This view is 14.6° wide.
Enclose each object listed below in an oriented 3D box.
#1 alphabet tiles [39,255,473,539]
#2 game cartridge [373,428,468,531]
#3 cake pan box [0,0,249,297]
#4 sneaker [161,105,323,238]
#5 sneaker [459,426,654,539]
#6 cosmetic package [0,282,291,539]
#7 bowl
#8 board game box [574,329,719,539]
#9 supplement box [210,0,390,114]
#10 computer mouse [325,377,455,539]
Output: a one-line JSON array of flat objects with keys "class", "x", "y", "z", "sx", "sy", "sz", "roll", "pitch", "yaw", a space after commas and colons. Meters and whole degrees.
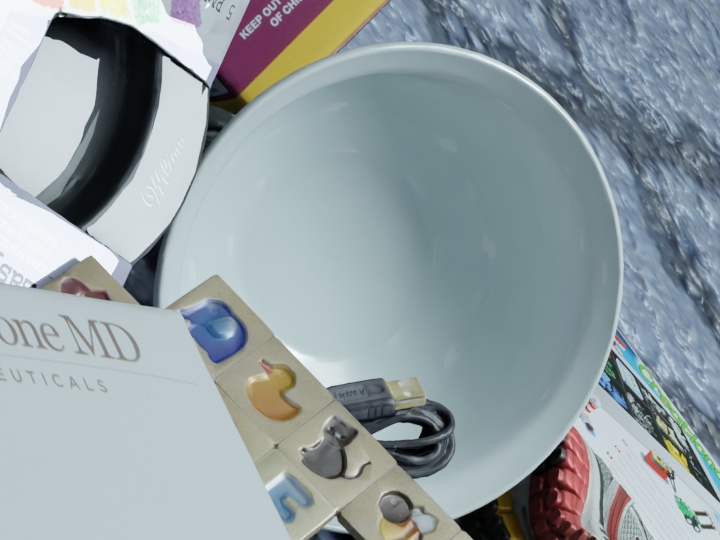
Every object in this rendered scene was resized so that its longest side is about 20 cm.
[{"class": "alphabet tiles", "x": -0.064, "y": 0.088, "z": 0.977, "sx": 0.200, "sy": 0.008, "sz": 0.167, "roll": 45, "pitch": 54, "yaw": 13}, {"class": "game cartridge", "x": 0.068, "y": 0.134, "z": 1.243, "sx": 0.199, "sy": 0.040, "sz": 0.134, "roll": 23, "pitch": 40, "yaw": -47}, {"class": "cake pan box", "x": -0.146, "y": -0.079, "z": 1.030, "sx": 0.200, "sy": 0.052, "sz": 0.185, "roll": 38, "pitch": 66, "yaw": -31}, {"class": "sneaker", "x": -0.026, "y": -0.017, "z": 1.260, "sx": 0.200, "sy": 0.075, "sz": 0.116, "roll": 44, "pitch": 16, "yaw": -27}, {"class": "sneaker", "x": 0.097, "y": 0.140, "z": 1.151, "sx": 0.082, "sy": 0.078, "sz": 0.201, "roll": 40, "pitch": 27, "yaw": -26}, {"class": "cosmetic package", "x": -0.113, "y": 0.129, "z": 0.774, "sx": 0.167, "sy": 0.166, "sz": 0.201, "roll": 11, "pitch": 45, "yaw": -55}, {"class": "bowl", "x": 0.000, "y": 0.000, "z": 1.151, "sx": 0.201, "sy": 0.201, "sz": 0.090, "roll": 40, "pitch": -4, "yaw": -24}, {"class": "board game box", "x": 0.139, "y": 0.106, "z": 1.404, "sx": 0.200, "sy": 0.035, "sz": 0.126, "roll": 54, "pitch": 25, "yaw": 5}, {"class": "supplement box", "x": -0.087, "y": -0.169, "z": 1.249, "sx": 0.200, "sy": 0.103, "sz": 0.131, "roll": 47, "pitch": -7, "yaw": -12}, {"class": "computer mouse", "x": 0.006, "y": 0.142, "z": 1.079, "sx": 0.109, "sy": 0.044, "sz": 0.201, "roll": -10, "pitch": 75, "yaw": -24}]
